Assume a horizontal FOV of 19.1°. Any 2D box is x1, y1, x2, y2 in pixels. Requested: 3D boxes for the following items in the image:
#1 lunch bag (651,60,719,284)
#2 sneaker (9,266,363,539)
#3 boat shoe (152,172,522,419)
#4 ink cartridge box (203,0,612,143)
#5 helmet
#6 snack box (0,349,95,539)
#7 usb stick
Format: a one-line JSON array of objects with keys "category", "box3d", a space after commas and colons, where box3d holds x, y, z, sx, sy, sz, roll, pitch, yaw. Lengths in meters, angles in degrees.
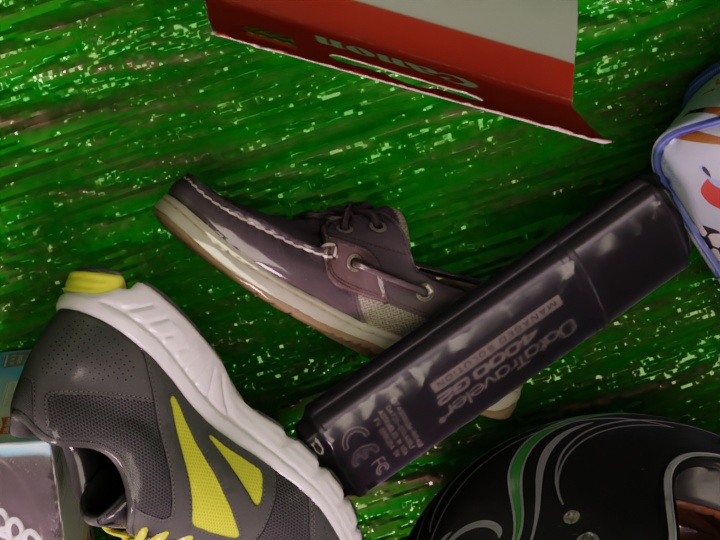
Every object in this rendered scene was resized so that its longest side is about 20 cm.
[{"category": "lunch bag", "box3d": [0.227, -0.021, 0.965, 0.160, 0.076, 0.201, -18, 114, 41]}, {"category": "sneaker", "box3d": [-0.078, 0.088, 0.910, 0.200, 0.074, 0.085, 50, 65, -28]}, {"category": "boat shoe", "box3d": [0.000, 0.000, 0.973, 0.199, 0.072, 0.065, 29, 94, -21]}, {"category": "ink cartridge box", "box3d": [0.013, -0.117, 0.865, 0.161, 0.200, 0.051, 15, 105, -12]}, {"category": "helmet", "box3d": [0.112, 0.158, 0.974, 0.199, 0.191, 0.201, 14, 123, 22]}, {"category": "snack box", "box3d": [-0.140, 0.149, 0.974, 0.037, 0.116, 0.202, -6, 108, -2]}, {"category": "usb stick", "box3d": [0.062, 0.029, 0.950, 0.199, 0.033, 0.056, -35, 127, -7]}]
